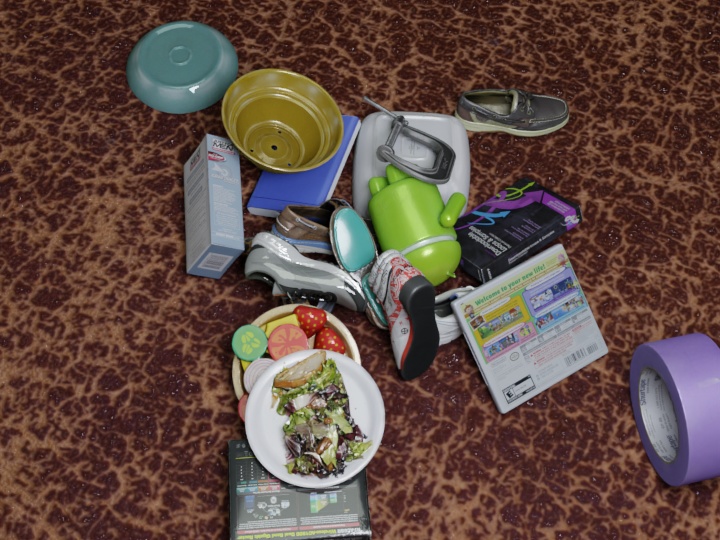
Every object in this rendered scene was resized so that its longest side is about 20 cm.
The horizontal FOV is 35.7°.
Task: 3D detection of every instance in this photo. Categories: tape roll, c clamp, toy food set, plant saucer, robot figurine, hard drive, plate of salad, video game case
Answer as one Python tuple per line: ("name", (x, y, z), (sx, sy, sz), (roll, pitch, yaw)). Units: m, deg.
("tape roll", (0.454, 0.193, 1.565), (0.084, 0.201, 0.202), (-10, 62, -8))
("c clamp", (0.070, -0.194, 1.741), (0.169, 0.027, 0.201), (24, 28, -7))
("toy food set", (-0.094, 0.150, 1.638), (0.195, 0.049, 0.203), (-19, 83, -5))
("plant saucer", (-0.313, -0.366, 1.950), (0.197, 0.036, 0.203), (1, 61, -1))
("robot figurine", (0.082, -0.062, 1.708), (0.115, 0.175, 0.202), (-2, 65, -46))
("hard drive", (-0.092, -0.173, 1.835), (0.130, 0.025, 0.202), (8, 60, 24))
("plate of salad", (-0.063, 0.201, 1.563), (0.197, 0.048, 0.203), (1, 64, -2))
("video game case", (0.254, 0.086, 1.673), (0.198, 0.022, 0.184), (-27, 97, -15))

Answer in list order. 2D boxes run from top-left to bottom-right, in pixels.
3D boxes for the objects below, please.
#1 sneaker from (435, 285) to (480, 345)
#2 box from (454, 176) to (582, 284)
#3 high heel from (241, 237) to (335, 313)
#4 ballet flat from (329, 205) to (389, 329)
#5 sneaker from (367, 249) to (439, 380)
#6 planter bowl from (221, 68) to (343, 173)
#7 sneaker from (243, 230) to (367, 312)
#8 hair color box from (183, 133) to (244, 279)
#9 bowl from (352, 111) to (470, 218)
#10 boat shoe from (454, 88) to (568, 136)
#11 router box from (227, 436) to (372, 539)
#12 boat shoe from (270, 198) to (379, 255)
("sneaker", (0.173, 0.059, 1.699), (0.197, 0.087, 0.075), (-16, 62, -11))
("box", (0.228, -0.066, 1.760), (0.199, 0.036, 0.143), (-33, 37, -16))
("high heel", (-0.135, 0.035, 1.718), (0.198, 0.072, 0.144), (25, 67, 10))
("ballet flat", (0.000, 0.000, 1.707), (0.067, 0.067, 0.202), (-23, 92, -15))
("sneaker", (0.061, 0.061, 1.646), (0.067, 0.203, 0.108), (-25, 49, -21))
("planter bowl", (-0.131, -0.218, 1.790), (0.197, 0.084, 0.203), (8, 57, -13))
("sneaker", (-0.082, 0.019, 1.660), (0.198, 0.074, 0.080), (25, 68, 5))
("hair color box", (-0.232, -0.101, 1.763), (0.060, 0.099, 0.203), (11, 57, -30))
("bowl", (0.085, -0.182, 1.836), (0.196, 0.075, 0.203), (3, 60, 0))
("boat shoe", (0.259, -0.272, 1.891), (0.197, 0.065, 0.074), (-4, 60, -4))
("router box", (-0.087, 0.313, 1.570), (0.197, 0.062, 0.152), (-3, 61, -3))
("boat shoe", (-0.040, -0.069, 1.735), (0.198, 0.073, 0.073), (-3, 42, -34))
